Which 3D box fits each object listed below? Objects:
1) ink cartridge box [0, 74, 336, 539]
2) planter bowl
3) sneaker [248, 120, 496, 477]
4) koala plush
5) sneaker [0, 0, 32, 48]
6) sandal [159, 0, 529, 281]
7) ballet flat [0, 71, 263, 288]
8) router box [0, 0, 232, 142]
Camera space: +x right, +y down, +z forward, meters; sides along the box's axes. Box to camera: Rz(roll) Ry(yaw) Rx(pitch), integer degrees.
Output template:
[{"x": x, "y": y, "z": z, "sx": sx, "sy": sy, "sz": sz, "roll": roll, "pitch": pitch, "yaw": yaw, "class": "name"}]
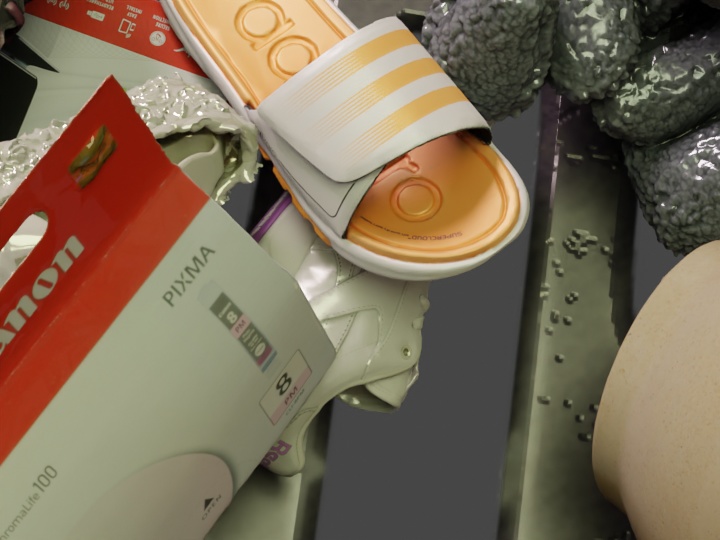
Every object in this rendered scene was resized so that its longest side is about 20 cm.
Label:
[{"x": -0.090, "y": 0.047, "z": 0.810, "sx": 0.057, "sy": 0.200, "sz": 0.163, "roll": 33, "pitch": 78, "yaw": 20, "class": "ink cartridge box"}, {"x": 0.178, "y": 0.067, "z": 0.918, "sx": 0.134, "sy": 0.201, "sz": 0.201, "roll": 26, "pitch": 68, "yaw": 32, "class": "planter bowl"}, {"x": 0.000, "y": 0.000, "z": 0.978, "sx": 0.100, "sy": 0.075, "sz": 0.200, "roll": 46, "pitch": 71, "yaw": -11, "class": "sneaker"}, {"x": 0.154, "y": -0.146, "z": 0.949, "sx": 0.177, "sy": 0.200, "sz": 0.185, "roll": 31, "pitch": 52, "yaw": -16, "class": "koala plush"}, {"x": -0.154, "y": -0.070, "z": 0.925, "sx": 0.200, "sy": 0.076, "sz": 0.116, "roll": -41, "pitch": 86, "yaw": -7, "class": "sneaker"}, {"x": -0.017, "y": -0.079, "z": 0.928, "sx": 0.079, "sy": 0.059, "sz": 0.207, "roll": -37, "pitch": 67, "yaw": -16, "class": "sandal"}, {"x": -0.115, "y": -0.020, "z": 0.876, "sx": 0.072, "sy": 0.072, "sz": 0.200, "roll": 48, "pitch": 53, "yaw": 10, "class": "ballet flat"}, {"x": -0.167, "y": -0.047, "z": 0.973, "sx": 0.198, "sy": 0.049, "sz": 0.181, "roll": 19, "pitch": 70, "yaw": 0, "class": "router box"}]
